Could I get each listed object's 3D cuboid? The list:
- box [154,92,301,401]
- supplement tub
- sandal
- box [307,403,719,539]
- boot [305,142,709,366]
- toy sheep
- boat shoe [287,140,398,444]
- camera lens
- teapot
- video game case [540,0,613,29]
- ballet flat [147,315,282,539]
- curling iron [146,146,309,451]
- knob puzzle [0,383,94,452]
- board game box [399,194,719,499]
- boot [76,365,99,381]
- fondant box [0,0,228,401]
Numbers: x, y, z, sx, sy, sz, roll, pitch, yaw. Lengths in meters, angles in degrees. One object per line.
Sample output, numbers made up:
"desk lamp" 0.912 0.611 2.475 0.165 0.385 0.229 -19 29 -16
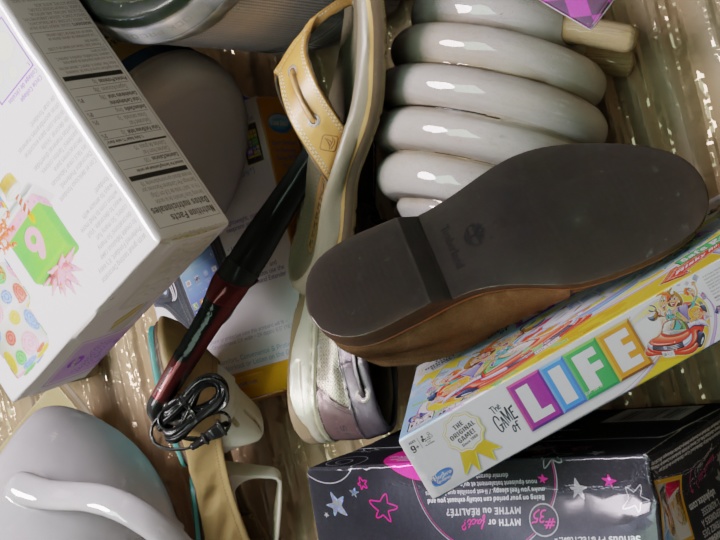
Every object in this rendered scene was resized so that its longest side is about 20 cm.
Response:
"box" -0.082 -0.018 0.989 0.118 0.041 0.202 -16 83 33
"supplement tub" -0.181 -0.092 0.936 0.199 0.144 0.146 28 108 26
"sandal" -0.022 -0.082 0.828 0.053 0.080 0.202 8 109 -11
"box" 0.093 0.142 0.833 0.199 0.132 0.116 -6 94 34
"boot" 0.075 -0.004 0.781 0.198 0.076 0.074 -18 61 9
"toy sheep" 0.070 -0.078 0.833 0.137 0.138 0.202 9 81 32
"boat shoe" 0.000 0.000 0.911 0.064 0.072 0.202 0 78 23
"camera lens" -0.071 -0.203 0.870 0.159 0.199 0.162 3 96 32
"teapot" -0.166 0.186 0.941 0.145 0.200 0.199 27 101 0
"video game case" 0.026 -0.210 0.768 0.036 0.199 0.182 -55 21 24
"ballet flat" -0.082 0.113 0.963 0.062 0.069 0.202 -9 117 0
"curling iron" -0.064 0.012 0.892 0.049 0.026 0.201 26 91 -1
"knob puzzle" -0.180 0.197 1.072 0.218 0.030 0.222 11 110 32
"board game box" 0.115 0.030 0.771 0.199 0.134 0.034 -31 96 10
"boot" -0.252 -0.028 1.079 0.180 0.073 0.202 -2 100 19
"fondant box" -0.177 -0.057 0.817 0.144 0.058 0.201 -43 75 33
